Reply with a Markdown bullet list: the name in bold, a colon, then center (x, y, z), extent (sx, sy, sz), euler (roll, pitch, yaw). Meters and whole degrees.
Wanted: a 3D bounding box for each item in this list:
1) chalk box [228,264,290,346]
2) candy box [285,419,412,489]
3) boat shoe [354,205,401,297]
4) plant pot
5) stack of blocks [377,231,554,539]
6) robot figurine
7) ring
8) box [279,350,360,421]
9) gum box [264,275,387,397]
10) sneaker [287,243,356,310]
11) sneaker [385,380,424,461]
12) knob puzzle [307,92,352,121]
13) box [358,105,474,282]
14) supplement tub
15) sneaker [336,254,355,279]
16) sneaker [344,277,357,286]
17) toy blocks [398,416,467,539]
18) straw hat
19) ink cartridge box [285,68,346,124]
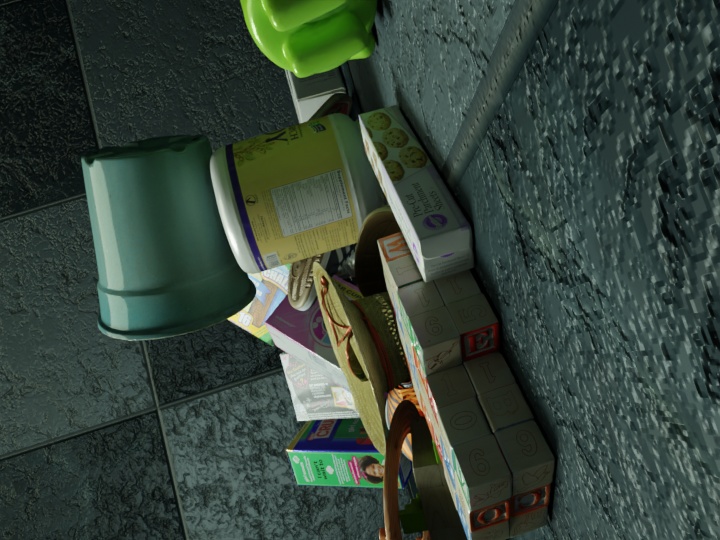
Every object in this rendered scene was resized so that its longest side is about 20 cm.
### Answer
- **chalk box**: center (-0.134, -0.014, 0.992), extent (0.203, 0.122, 0.125), euler (-60, 2, 30)
- **candy box**: center (-0.001, 0.283, 1.062), extent (0.169, 0.194, 0.079), euler (-46, -56, -61)
- **boat shoe**: center (0.035, 0.006, 0.692), extent (0.066, 0.069, 0.204), euler (-77, -15, -47)
- **plant pot**: center (-0.238, -0.051, 0.759), extent (0.201, 0.194, 0.202), euler (-114, 16, -70)
- **stack of blocks**: center (0.071, 0.074, 0.461), extent (0.203, 0.057, 0.117), euler (-108, 4, -46)
- **robot figurine**: center (-0.052, -0.255, 0.552), extent (0.177, 0.113, 0.203), euler (61, -172, -46)
- **ring**: center (0.051, 0.245, 0.681), extent (0.200, 0.019, 0.207), euler (-6, -90, -72)
- **box**: center (-0.018, 0.145, 1.019), extent (0.199, 0.129, 0.118), euler (-26, -77, -58)
- **gum box**: center (-0.020, 0.089, 0.865), extent (0.197, 0.114, 0.067), euler (27, 154, 26)
- **sneaker**: center (-0.023, -0.032, 0.838), extent (0.069, 0.107, 0.206), euler (-4, 66, 50)
- **sneaker**: center (0.067, 0.183, 0.915), extent (0.112, 0.075, 0.206), euler (88, 167, -82)
- **knob puzzle**: center (-0.067, -0.181, 0.927), extent (0.030, 0.220, 0.220), euler (42, 176, 1)
- **box**: center (0.039, -0.072, 0.507), extent (0.202, 0.040, 0.039), euler (-107, 3, -50)
- **supplement tub**: center (-0.059, -0.092, 0.721), extent (0.145, 0.194, 0.150), euler (164, 90, -87)
- **sneaker**: center (0.000, 0.000, 0.908), extent (0.201, 0.112, 0.076), euler (-114, 10, -64)
- **sneaker**: center (-0.031, 0.037, 1.018), extent (0.073, 0.200, 0.082), euler (45, -167, -5)
- **toy blocks**: center (0.092, 0.220, 0.670), extent (0.137, 0.097, 0.205), euler (-83, -20, -67)
- **straw hat**: center (0.022, 0.068, 0.628), extent (0.201, 0.083, 0.207), euler (161, 91, -79)
- **ink cartridge box**: center (-0.078, -0.314, 1.062), extent (0.145, 0.081, 0.204), euler (81, 172, -61)
